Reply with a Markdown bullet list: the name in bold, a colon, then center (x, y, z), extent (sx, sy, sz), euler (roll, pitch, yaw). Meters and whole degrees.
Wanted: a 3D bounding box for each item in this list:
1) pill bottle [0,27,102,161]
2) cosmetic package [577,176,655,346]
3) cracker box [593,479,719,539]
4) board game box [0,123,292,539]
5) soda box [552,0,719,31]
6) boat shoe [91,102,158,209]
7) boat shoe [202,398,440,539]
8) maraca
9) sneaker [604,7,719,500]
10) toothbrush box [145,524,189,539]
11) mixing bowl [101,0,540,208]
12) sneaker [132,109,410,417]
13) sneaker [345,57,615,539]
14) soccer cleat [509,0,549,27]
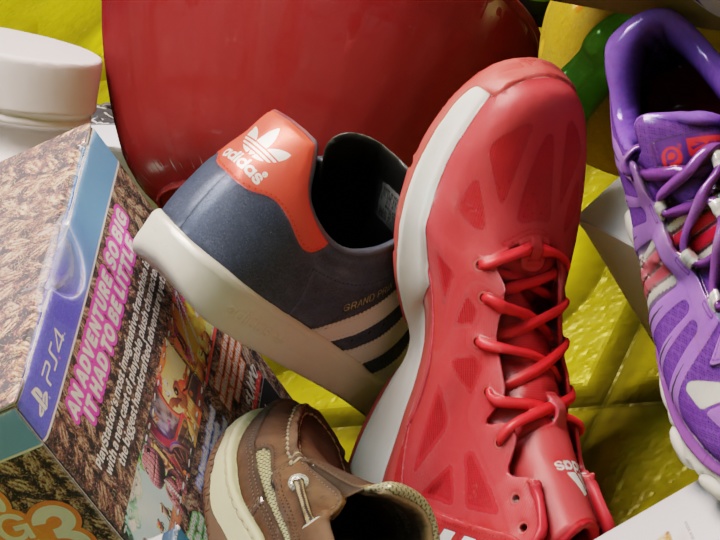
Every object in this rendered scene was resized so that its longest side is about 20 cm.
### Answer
- **pill bottle**: center (-0.168, 0.000, 1.152), extent (0.111, 0.111, 0.201), euler (29, 110, 57)
- **cosmetic package**: center (0.180, -0.050, 1.002), extent (0.200, 0.083, 0.051), euler (-42, 30, -11)
- **cracker box**: center (0.118, 0.126, 0.838), extent (0.200, 0.058, 0.134), euler (-32, 29, 7)
- **board game box**: center (-0.095, 0.081, 0.975), extent (0.097, 0.200, 0.160), euler (-22, 32, 21)
- **soda box**: center (0.116, -0.125, 0.915), extent (0.200, 0.064, 0.068), euler (15, 75, 38)
- **boat shoe**: center (-0.137, -0.053, 1.349), extent (0.200, 0.070, 0.066), euler (-10, 39, 48)
- **boat shoe**: center (-0.005, 0.100, 0.899), extent (0.075, 0.075, 0.202), euler (-30, 26, 13)
- **maraca**: center (0.125, -0.093, 1.051), extent (0.137, 0.107, 0.200), euler (-44, -11, 7)
- **sneaker**: center (0.115, -0.007, 0.877), extent (0.080, 0.083, 0.200), euler (-27, 45, 8)
- **toothbrush box**: center (-0.041, 0.198, 0.753), extent (0.085, 0.200, 0.147), euler (-22, 31, 20)
- **mixing bowl**: center (-0.029, -0.068, 1.163), extent (0.200, 0.200, 0.109), euler (-2, 68, 44)
- **sneaker**: center (0.000, 0.000, 1.006), extent (0.075, 0.200, 0.085), euler (41, 94, 30)
- **sneaker**: center (0.064, 0.035, 0.943), extent (0.078, 0.201, 0.115), euler (-6, 27, -33)
- **soccer cleat**: center (0.042, -0.130, 1.197), extent (0.200, 0.081, 0.068), euler (-7, 67, 55)
